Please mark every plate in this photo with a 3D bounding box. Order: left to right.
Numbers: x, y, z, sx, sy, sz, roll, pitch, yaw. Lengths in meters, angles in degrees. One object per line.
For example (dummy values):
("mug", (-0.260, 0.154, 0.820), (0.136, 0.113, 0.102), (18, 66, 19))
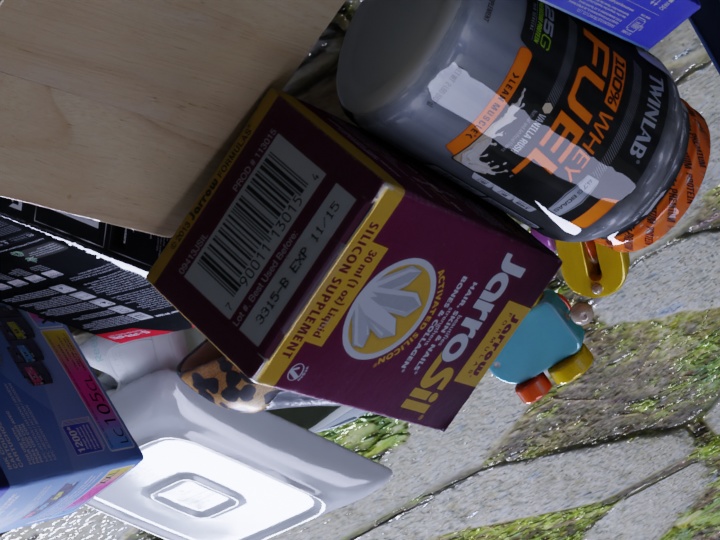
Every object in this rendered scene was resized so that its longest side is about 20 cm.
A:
("plate", (-0.113, 0.144, 1.485), (0.199, 0.032, 0.199), (28, 144, -30))

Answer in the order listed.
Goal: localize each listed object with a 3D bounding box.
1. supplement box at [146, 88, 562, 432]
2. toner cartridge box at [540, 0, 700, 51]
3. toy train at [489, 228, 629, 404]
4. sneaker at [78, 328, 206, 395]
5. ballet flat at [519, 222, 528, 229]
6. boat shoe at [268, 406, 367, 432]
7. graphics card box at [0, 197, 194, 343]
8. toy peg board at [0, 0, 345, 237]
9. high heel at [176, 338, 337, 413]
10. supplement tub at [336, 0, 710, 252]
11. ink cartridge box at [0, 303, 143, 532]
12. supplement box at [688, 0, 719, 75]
("supplement box", (0.000, 0.000, 1.196), (0.131, 0.103, 0.200), (-56, 147, 10))
("toner cartridge box", (0.099, -0.189, 1.154), (0.043, 0.095, 0.200), (-40, 147, 26))
("toy train", (0.098, -0.016, 1.361), (0.149, 0.056, 0.201), (18, 119, 7))
("sneaker", (-0.136, 0.084, 1.479), (0.088, 0.076, 0.200), (-12, 148, 7))
("ballet flat", (0.111, -0.063, 1.404), (0.199, 0.067, 0.067), (-21, 157, -7))
("boat shoe", (0.017, 0.058, 1.552), (0.200, 0.070, 0.072), (-29, 171, 6))
("graphics card box", (-0.168, -0.014, 1.222), (0.125, 0.051, 0.200), (-13, 156, 41))
("toy peg board", (-0.130, -0.138, 1.094), (0.200, 0.098, 0.199), (14, 118, -51))
("high heel", (-0.044, 0.001, 1.340), (0.142, 0.071, 0.201), (1, 116, -4))
("supplement tub", (0.096, -0.095, 1.218), (0.199, 0.123, 0.123), (28, 127, -28))
("ink cartridge box", (-0.236, 0.086, 1.265), (0.076, 0.137, 0.200), (-40, 165, 24))
("supplement box", (0.341, -0.137, 1.382), (0.199, 0.135, 0.200), (-30, 151, 11))
